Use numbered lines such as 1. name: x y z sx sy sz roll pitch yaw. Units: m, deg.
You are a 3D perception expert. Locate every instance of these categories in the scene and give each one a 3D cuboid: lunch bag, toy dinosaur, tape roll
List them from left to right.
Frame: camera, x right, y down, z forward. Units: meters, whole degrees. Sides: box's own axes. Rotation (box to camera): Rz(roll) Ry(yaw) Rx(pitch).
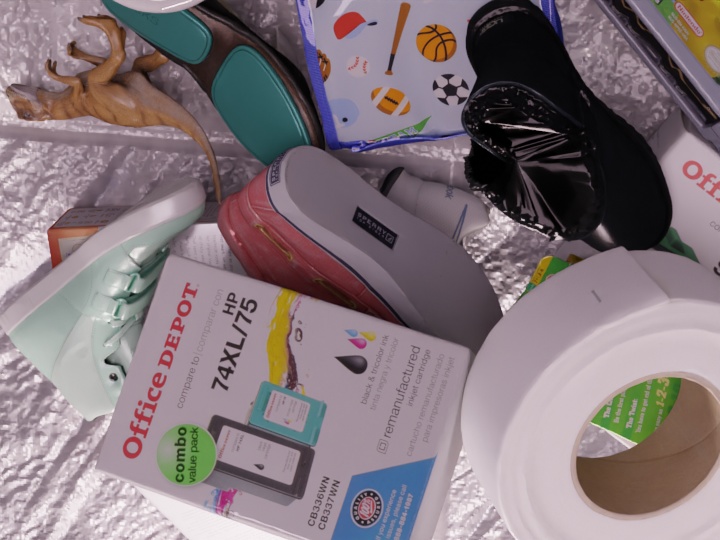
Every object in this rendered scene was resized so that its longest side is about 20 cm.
1. toy dinosaur: -0.155 -0.121 1.312 0.200 0.060 0.107 15 110 33
2. lunch bag: 0.044 -0.184 1.233 0.169 0.124 0.201 -8 99 10
3. tape roll: 0.165 0.090 1.168 0.202 0.071 0.203 -8 120 -14

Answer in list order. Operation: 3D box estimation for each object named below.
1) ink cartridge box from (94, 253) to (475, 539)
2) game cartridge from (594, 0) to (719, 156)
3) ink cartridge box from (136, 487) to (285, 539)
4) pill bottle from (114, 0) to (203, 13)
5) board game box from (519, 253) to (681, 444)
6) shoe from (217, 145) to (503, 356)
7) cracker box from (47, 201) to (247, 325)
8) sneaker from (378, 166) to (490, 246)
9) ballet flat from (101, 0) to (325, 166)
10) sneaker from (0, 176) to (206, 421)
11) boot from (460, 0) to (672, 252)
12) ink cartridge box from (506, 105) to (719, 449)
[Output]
1. ink cartridge box: -0.041 0.096 1.215 0.199 0.146 0.147 17 82 10
2. game cartridge: 0.223 -0.179 1.210 0.200 0.133 0.040 49 153 -10
3. ink cartridge box: -0.069 0.171 1.383 0.109 0.050 0.200 -24 125 23
4. pill bottle: -0.107 -0.231 1.200 0.109 0.200 0.110 3 107 8
5. board game box: 0.190 0.066 1.246 0.199 0.030 0.096 24 110 -5
6. shoe: 0.000 0.000 1.262 0.200 0.072 0.091 38 143 -19
7. cracker box: -0.113 0.022 1.356 0.199 0.058 0.134 -2 108 10
8. sneaker: 0.038 0.031 1.329 0.087 0.075 0.201 11 109 1
9. ballet flat: -0.085 -0.148 1.276 0.200 0.068 0.068 45 130 3
10. sneaker: -0.146 0.025 1.282 0.200 0.074 0.118 -37 93 35
11. boot: 0.123 -0.056 1.134 0.076 0.168 0.200 -28 113 18
12. ink cartridge box: 0.212 0.010 1.285 0.146 0.084 0.200 36 110 -4
